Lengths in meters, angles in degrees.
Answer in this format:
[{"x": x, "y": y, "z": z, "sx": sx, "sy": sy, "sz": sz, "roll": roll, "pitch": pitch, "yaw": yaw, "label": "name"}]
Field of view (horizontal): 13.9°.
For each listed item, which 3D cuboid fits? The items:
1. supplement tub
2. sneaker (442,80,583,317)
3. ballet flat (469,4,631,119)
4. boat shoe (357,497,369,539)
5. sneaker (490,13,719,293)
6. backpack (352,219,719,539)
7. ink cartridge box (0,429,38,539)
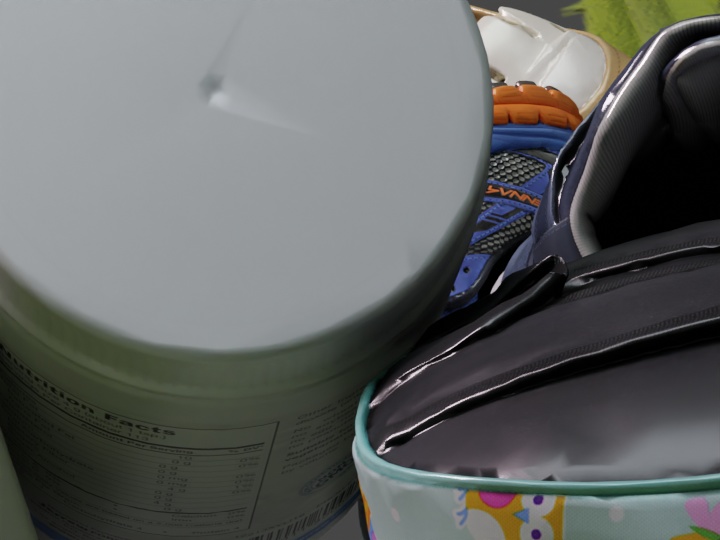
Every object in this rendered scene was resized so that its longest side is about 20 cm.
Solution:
[{"x": -0.042, "y": -0.006, "z": 0.744, "sx": 0.132, "sy": 0.132, "sz": 0.200, "roll": -19, "pitch": -18, "yaw": -13, "label": "supplement tub"}, {"x": 0.000, "y": 0.000, "z": 0.900, "sx": 0.199, "sy": 0.075, "sz": 0.079, "roll": -18, "pitch": 62, "yaw": -26, "label": "sneaker"}, {"x": 0.035, "y": -0.065, "z": 1.022, "sx": 0.200, "sy": 0.063, "sz": 0.069, "roll": 17, "pitch": 62, "yaw": 45, "label": "ballet flat"}, {"x": 0.096, "y": 0.063, "z": 0.804, "sx": 0.199, "sy": 0.074, "sz": 0.067, "roll": -5, "pitch": -8, "yaw": 35, "label": "boat shoe"}, {"x": 0.135, "y": -0.034, "z": 0.831, "sx": 0.202, "sy": 0.077, "sz": 0.146, "roll": -28, "pitch": -15, "yaw": -12, "label": "sneaker"}, {"x": 0.101, "y": 0.062, "z": 0.637, "sx": 0.199, "sy": 0.154, "sz": 0.176, "roll": 1, "pitch": 18, "yaw": 14, "label": "backpack"}, {"x": -0.132, "y": 0.063, "z": 0.740, "sx": 0.085, "sy": 0.201, "sz": 0.146, "roll": -19, "pitch": 19, "yaw": -14, "label": "ink cartridge box"}]
